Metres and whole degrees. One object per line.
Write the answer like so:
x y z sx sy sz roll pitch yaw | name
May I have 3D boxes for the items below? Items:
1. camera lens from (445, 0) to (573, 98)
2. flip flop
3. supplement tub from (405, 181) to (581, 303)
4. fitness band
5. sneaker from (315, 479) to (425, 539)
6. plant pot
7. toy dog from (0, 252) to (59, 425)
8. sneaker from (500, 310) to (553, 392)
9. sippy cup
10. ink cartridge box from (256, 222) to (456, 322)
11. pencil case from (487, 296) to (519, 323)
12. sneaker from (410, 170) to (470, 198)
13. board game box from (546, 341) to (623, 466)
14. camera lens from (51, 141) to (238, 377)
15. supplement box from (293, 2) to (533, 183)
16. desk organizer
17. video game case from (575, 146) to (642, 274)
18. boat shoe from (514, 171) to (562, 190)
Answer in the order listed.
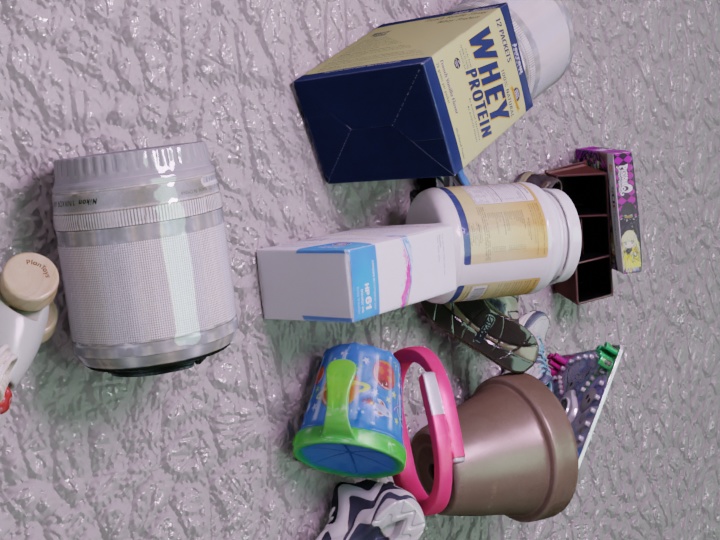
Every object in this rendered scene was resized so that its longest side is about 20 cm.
0.182 -0.292 1.488 0.200 0.158 0.162 -39 118 -43 | camera lens
0.157 0.065 1.509 0.199 0.058 0.082 36 88 -7 | flip flop
0.169 -0.038 1.426 0.197 0.144 0.147 -5 94 -22 | supplement tub
0.072 0.192 1.342 0.037 0.144 0.204 -2 71 -24 | fitness band
-0.021 0.320 1.329 0.199 0.130 0.080 -42 104 -1 | sneaker
0.163 0.252 1.480 0.172 0.199 0.204 -10 98 -31 | plant pot
-0.326 0.065 0.941 0.201 0.095 0.133 -79 -171 -57 | toy dog
0.255 0.152 1.643 0.078 0.085 0.202 46 57 -39 | sneaker
-0.006 0.162 1.311 0.138 0.178 0.132 18 62 -19 | sippy cup
0.000 0.000 1.295 0.198 0.143 0.086 -16 102 -48 | ink cartridge box
0.194 0.000 1.577 0.089 0.076 0.204 17 77 -71 | pencil case
0.111 -0.100 1.500 0.082 0.070 0.201 -38 123 -17 | sneaker
0.287 0.202 1.597 0.026 0.200 0.202 27 75 -10 | board game box
-0.202 -0.011 1.044 0.159 0.158 0.204 -15 102 -48 | camera lens
0.067 -0.212 1.332 0.200 0.198 0.136 -41 121 -42 | supplement box
0.339 -0.057 1.716 0.071 0.077 0.204 -12 109 -15 | desk organizer
0.389 -0.099 1.746 0.035 0.200 0.185 -8 99 -4 | video game case
0.251 -0.058 1.649 0.074 0.072 0.203 33 66 -44 | boat shoe
